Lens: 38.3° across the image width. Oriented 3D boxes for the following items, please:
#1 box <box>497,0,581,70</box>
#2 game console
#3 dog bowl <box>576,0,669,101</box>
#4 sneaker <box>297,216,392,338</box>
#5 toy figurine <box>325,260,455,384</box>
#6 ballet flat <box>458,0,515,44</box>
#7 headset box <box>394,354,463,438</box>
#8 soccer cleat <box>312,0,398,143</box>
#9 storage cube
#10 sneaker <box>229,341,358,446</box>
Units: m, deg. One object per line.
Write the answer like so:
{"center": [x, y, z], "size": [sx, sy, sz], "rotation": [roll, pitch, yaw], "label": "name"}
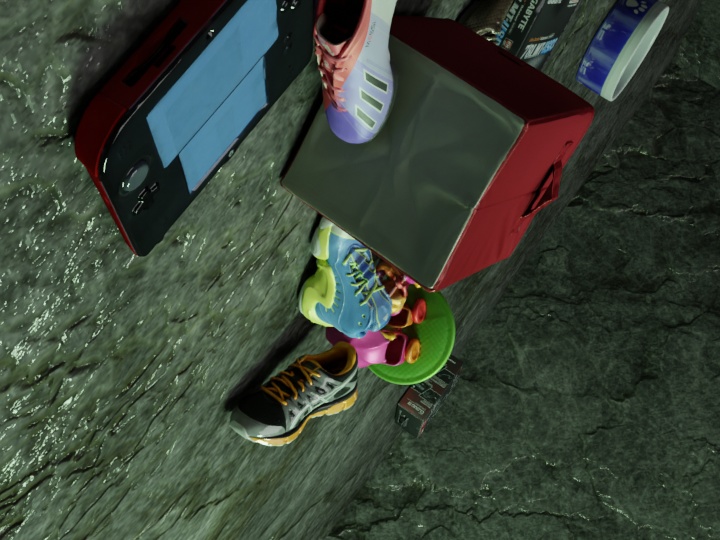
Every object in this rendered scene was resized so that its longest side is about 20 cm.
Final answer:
{"center": [0.200, -0.277, 1.308], "size": [0.199, 0.050, 0.200], "rotation": [-61, 167, 24], "label": "box"}
{"center": [-0.094, -0.112, 0.659], "size": [0.200, 0.031, 0.177], "rotation": [-52, 166, -16], "label": "game console"}
{"center": [0.491, -0.424, 1.950], "size": [0.200, 0.079, 0.200], "rotation": [-53, 167, -18], "label": "dog bowl"}
{"center": [0.000, 0.000, 1.110], "size": [0.076, 0.105, 0.200], "rotation": [-47, 165, -36], "label": "sneaker"}
{"center": [0.028, 0.054, 1.353], "size": [0.184, 0.150, 0.200], "rotation": [6, 95, -65], "label": "toy figurine"}
{"center": [0.167, -0.302, 1.121], "size": [0.200, 0.046, 0.067], "rotation": [-51, 167, -21], "label": "ballet flat"}
{"center": [0.159, 0.304, 2.506], "size": [0.200, 0.077, 0.149], "rotation": [-51, 166, -20], "label": "headset box"}
{"center": [-0.010, -0.165, 0.765], "size": [0.073, 0.068, 0.200], "rotation": [-47, 160, -36], "label": "soccer cleat"}
{"center": [0.071, -0.110, 0.914], "size": [0.180, 0.200, 0.171], "rotation": [-21, 143, -59], "label": "storage cube"}
{"center": [-0.076, 0.140, 1.223], "size": [0.200, 0.078, 0.077], "rotation": [-24, 137, -47], "label": "sneaker"}
